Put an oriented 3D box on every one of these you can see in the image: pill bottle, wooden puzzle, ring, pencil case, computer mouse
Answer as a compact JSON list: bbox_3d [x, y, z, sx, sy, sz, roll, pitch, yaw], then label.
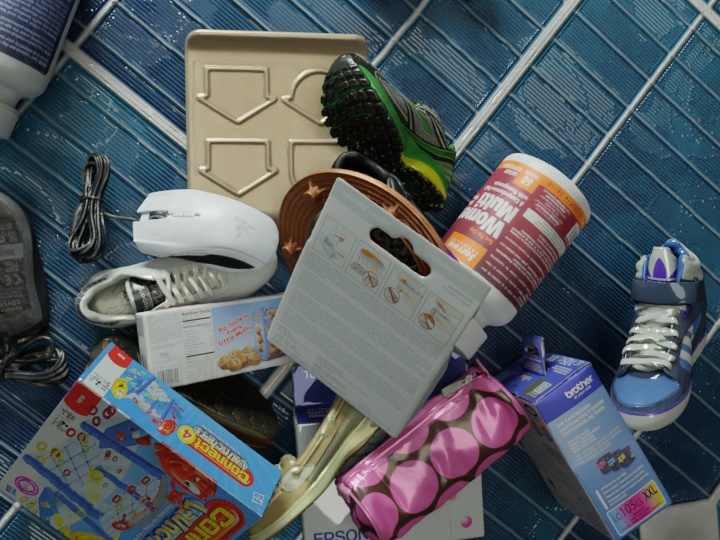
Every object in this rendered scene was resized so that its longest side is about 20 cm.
[{"bbox_3d":[0.137,-0.013,0.803,0.110,0.110,0.200,40,85,-8],"label":"pill bottle"},{"bbox_3d":[-0.084,-0.139,0.798,0.185,0.046,0.200,-1,96,-9],"label":"wooden puzzle"},{"bbox_3d":[0.000,0.000,0.712,0.201,0.200,0.019,52,51,-7],"label":"ring"},{"bbox_3d":[-0.332,-0.230,0.716,0.111,0.111,0.200,20,88,-10],"label":"pill bottle"},{"bbox_3d":[0.067,0.180,0.769,0.200,0.091,0.094,-40,131,-10],"label":"pencil case"},{"bbox_3d":[-0.357,0.016,0.753,0.138,0.053,0.200,-2,102,-9],"label":"computer mouse"},{"bbox_3d":[-0.176,-0.049,0.734,0.200,0.044,0.110,8,65,1],"label":"computer mouse"}]

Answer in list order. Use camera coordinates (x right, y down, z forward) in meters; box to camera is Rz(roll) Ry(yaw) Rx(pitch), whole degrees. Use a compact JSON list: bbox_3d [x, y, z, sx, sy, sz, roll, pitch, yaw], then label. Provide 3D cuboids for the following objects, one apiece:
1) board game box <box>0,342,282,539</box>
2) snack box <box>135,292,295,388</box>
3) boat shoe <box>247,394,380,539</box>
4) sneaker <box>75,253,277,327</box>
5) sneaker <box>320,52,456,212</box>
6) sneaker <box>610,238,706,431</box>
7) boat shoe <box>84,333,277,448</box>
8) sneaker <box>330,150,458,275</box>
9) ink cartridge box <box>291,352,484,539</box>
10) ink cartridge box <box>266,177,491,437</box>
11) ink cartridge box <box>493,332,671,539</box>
[{"bbox_3d":[-0.209,0.195,0.722,0.196,0.056,0.200,39,123,-8],"label":"board game box"},{"bbox_3d":[-0.117,0.064,0.762,0.200,0.024,0.072,-7,92,-35],"label":"snack box"},{"bbox_3d":[-0.046,0.177,0.760,0.063,0.073,0.201,44,80,3],"label":"boat shoe"},{"bbox_3d":[-0.177,0.016,0.766,0.200,0.080,0.077,-17,93,-10],"label":"sneaker"},{"bbox_3d":[0.031,-0.145,0.774,0.200,0.078,0.085,46,56,-45],"label":"sneaker"},{"bbox_3d":[0.304,0.052,0.805,0.200,0.080,0.147,-41,121,-41],"label":"sneaker"},{"bbox_3d":[-0.182,0.132,0.778,0.200,0.076,0.074,28,114,-18],"label":"boat shoe"},{"bbox_3d":[0.033,-0.032,0.716,0.070,0.100,0.200,-37,72,-11],"label":"sneaker"},{"bbox_3d":[0.030,0.194,0.826,0.196,0.043,0.200,-5,94,-9],"label":"ink cartridge box"},{"bbox_3d":[0.015,0.033,0.691,0.160,0.047,0.200,36,127,13],"label":"ink cartridge box"},{"bbox_3d":[0.214,0.162,0.807,0.076,0.136,0.200,-34,97,-9],"label":"ink cartridge box"}]
